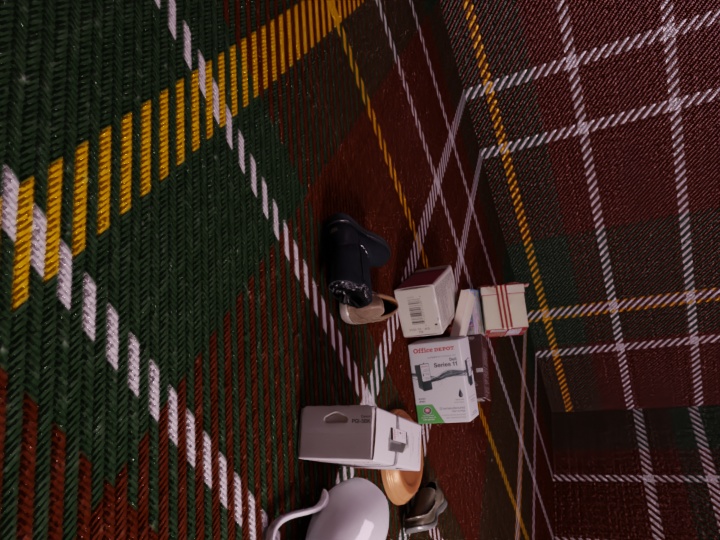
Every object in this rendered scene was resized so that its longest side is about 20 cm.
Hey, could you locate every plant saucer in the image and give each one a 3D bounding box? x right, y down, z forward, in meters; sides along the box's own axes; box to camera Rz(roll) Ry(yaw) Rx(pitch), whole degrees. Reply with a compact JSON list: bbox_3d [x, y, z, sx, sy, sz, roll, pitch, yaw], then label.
[{"bbox_3d":[0.098,0.415,1.211,0.199,0.037,0.205,32,54,-58],"label":"plant saucer"}]

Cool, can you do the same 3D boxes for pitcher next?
[{"bbox_3d":[-0.048,0.404,0.832,0.174,0.120,0.200,59,41,-10],"label":"pitcher"}]

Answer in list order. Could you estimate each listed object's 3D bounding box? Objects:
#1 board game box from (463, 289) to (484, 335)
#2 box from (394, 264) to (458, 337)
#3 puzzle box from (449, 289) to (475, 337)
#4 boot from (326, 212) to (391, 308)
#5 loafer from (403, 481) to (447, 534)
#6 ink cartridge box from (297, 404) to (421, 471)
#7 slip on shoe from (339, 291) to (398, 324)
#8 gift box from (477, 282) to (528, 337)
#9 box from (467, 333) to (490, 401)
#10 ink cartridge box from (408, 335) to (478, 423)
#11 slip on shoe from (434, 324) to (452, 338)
[{"bbox_3d":[0.413,0.172,1.970,0.134,0.034,0.205,8,74,-64],"label":"board game box"},{"bbox_3d":[0.177,0.077,1.414,0.200,0.107,0.131,-32,111,-64],"label":"box"},{"bbox_3d":[0.273,0.161,1.481,0.133,0.025,0.205,27,77,-70],"label":"puzzle box"},{"bbox_3d":[0.000,0.000,1.083,0.199,0.075,0.171,34,43,-49],"label":"boot"},{"bbox_3d":[0.142,0.539,1.236,0.199,0.074,0.071,8,62,-69],"label":"loafer"},{"bbox_3d":[0.004,0.291,0.926,0.200,0.144,0.085,39,50,-54],"label":"ink cartridge box"},{"bbox_3d":[0.020,0.076,1.134,0.199,0.059,0.078,20,63,-62],"label":"slip on shoe"},{"bbox_3d":[0.541,0.138,2.031,0.200,0.180,0.191,78,8,-71],"label":"gift box"},{"bbox_3d":[0.354,0.311,1.719,0.075,0.098,0.204,37,49,-55],"label":"box"},{"bbox_3d":[0.209,0.275,1.372,0.083,0.144,0.205,3,78,-63],"label":"ink cartridge box"},{"bbox_3d":[0.237,0.198,1.561,0.062,0.074,0.199,58,24,11],"label":"slip on shoe"}]
